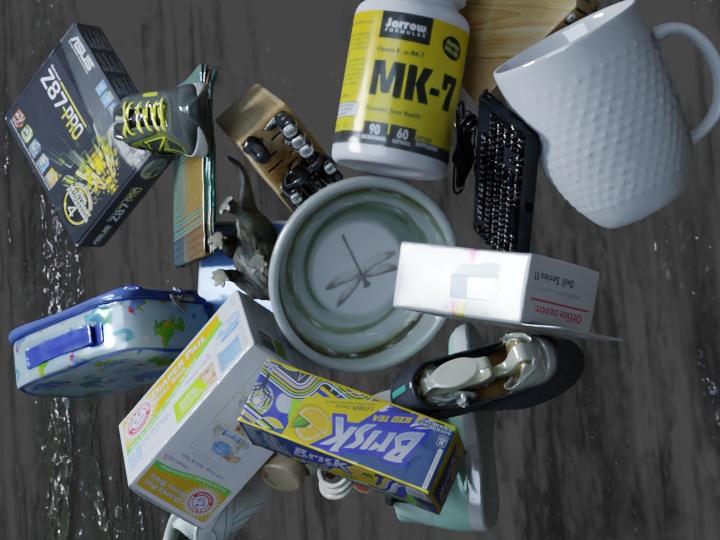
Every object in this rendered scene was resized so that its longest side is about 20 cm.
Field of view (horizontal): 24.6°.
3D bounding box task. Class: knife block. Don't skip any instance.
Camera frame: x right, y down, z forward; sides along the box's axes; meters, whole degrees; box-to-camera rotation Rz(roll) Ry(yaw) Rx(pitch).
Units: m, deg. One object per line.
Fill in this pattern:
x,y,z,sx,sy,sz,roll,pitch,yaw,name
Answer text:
-0.092,-0.138,1.679,0.064,0.176,0.200,-39,65,-2,knife block
0.115,-0.252,1.648,0.200,0.064,0.176,-44,66,19,knife block

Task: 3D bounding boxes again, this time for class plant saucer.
0.000,0.000,1.645,0.202,0.199,0.050,-65,22,8,plant saucer

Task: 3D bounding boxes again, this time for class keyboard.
0.119,-0.082,1.565,0.039,0.201,0.104,-33,58,-22,keyboard

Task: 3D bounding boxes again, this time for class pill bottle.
0.043,-0.194,1.579,0.113,0.114,0.202,7,86,30,pill bottle

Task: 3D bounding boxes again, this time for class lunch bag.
-0.267,0.078,1.770,0.199,0.160,0.083,-21,75,34,lunch bag

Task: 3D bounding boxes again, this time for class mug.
0.247,-0.149,1.519,0.199,0.148,0.176,-29,100,-7,mug

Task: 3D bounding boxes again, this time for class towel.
-0.178,-0.109,1.782,0.147,0.021,0.202,164,105,-70,towel

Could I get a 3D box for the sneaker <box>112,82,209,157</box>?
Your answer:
-0.208,-0.150,1.708,0.200,0.084,0.075,172,96,-72,sneaker

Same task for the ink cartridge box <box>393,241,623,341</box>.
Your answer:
0.143,0.019,1.551,0.199,0.117,0.068,7,86,42,ink cartridge box

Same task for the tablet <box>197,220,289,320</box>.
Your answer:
-0.122,0.047,1.782,0.129,0.014,0.202,0,85,30,tablet

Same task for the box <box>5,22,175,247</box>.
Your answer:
-0.309,-0.153,1.879,0.161,0.049,0.201,-44,65,28,box

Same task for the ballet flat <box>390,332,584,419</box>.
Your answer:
0.125,0.096,1.539,0.198,0.073,0.074,-12,75,-14,ballet flat

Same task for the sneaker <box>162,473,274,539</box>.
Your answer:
-0.152,0.251,1.740,0.070,0.080,0.202,32,99,30,sneaker

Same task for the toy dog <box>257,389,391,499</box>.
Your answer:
-0.015,0.175,1.647,0.199,0.096,0.133,7,63,54,toy dog

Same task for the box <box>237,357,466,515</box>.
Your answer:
-0.007,0.152,1.518,0.198,0.064,0.070,19,69,20,box

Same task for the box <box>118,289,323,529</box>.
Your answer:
-0.141,0.140,1.656,0.200,0.101,0.113,-49,28,13,box

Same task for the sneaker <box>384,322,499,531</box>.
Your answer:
0.070,0.154,1.621,0.117,0.074,0.203,-4,84,25,sneaker

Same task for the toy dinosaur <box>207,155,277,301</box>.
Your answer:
-0.112,-0.020,1.724,0.077,0.102,0.201,-33,67,13,toy dinosaur
